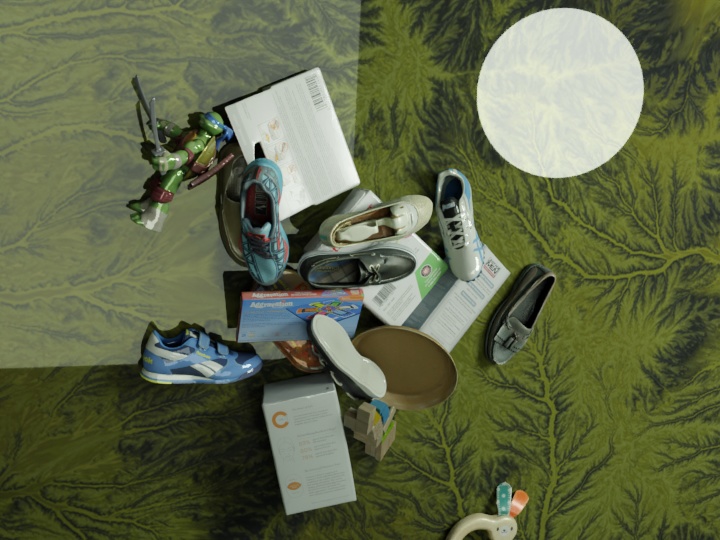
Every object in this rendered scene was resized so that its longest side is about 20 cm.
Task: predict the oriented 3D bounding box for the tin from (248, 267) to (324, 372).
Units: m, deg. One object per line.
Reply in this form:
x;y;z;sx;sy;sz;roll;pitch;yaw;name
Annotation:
-0.106;0.082;1.452;0.112;0.042;0.200;-40;108;-3;tin

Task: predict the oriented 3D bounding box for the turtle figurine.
-0.305;-0.172;1.287;0.199;0.144;0.195;14;109;-53;turtle figurine

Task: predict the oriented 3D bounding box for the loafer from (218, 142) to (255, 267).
-0.190;-0.101;1.375;0.075;0.067;0.202;-11;101;-13;loafer

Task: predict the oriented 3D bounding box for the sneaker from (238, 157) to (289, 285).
-0.157;-0.063;1.308;0.078;0.096;0.202;-1;113;6;sneaker

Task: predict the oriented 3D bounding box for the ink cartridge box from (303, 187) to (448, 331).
0.025;-0.021;1.450;0.200;0.084;0.145;42;86;-20;ink cartridge box

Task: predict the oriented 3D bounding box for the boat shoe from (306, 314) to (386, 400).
-0.034;0.149;1.427;0.060;0.074;0.200;-20;132;31;boat shoe

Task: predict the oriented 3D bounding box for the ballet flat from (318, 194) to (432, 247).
0.032;-0.070;1.366;0.198;0.062;0.068;-17;106;-14;ballet flat

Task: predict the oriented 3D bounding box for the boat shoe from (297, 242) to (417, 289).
0.000;0.000;1.366;0.198;0.057;0.069;-4;112;-13;boat shoe

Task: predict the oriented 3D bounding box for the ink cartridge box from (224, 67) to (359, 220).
-0.111;-0.198;1.381;0.175;0.045;0.202;-27;107;-22;ink cartridge box

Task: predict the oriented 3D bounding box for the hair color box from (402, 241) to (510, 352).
0.162;0.047;1.504;0.201;0.061;0.099;-51;131;-3;hair color box

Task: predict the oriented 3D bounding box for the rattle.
0.251;0.502;1.593;0.199;0.143;0.131;-38;90;-1;rattle

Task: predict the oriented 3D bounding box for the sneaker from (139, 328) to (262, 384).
-0.254;0.137;1.397;0.198;0.074;0.083;2;97;-19;sneaker

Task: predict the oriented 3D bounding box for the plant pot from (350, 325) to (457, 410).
0.069;0.163;1.473;0.198;0.028;0.201;9;131;10;plant pot

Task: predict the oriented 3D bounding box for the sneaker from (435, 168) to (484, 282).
0.160;-0.077;1.452;0.072;0.071;0.202;23;54;-54;sneaker

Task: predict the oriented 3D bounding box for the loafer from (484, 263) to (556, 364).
0.290;0.082;1.564;0.071;0.063;0.201;26;91;-20;loafer

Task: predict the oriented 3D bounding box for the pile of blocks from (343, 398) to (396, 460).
0.013;0.255;1.476;0.062;0.200;0.083;20;67;21;pile of blocks

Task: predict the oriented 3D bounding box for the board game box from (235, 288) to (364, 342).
-0.099;0.073;1.396;0.198;0.020;0.104;-1;135;-17;board game box

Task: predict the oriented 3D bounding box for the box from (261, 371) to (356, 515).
-0.086;0.288;1.453;0.123;0.098;0.202;-11;104;-3;box
